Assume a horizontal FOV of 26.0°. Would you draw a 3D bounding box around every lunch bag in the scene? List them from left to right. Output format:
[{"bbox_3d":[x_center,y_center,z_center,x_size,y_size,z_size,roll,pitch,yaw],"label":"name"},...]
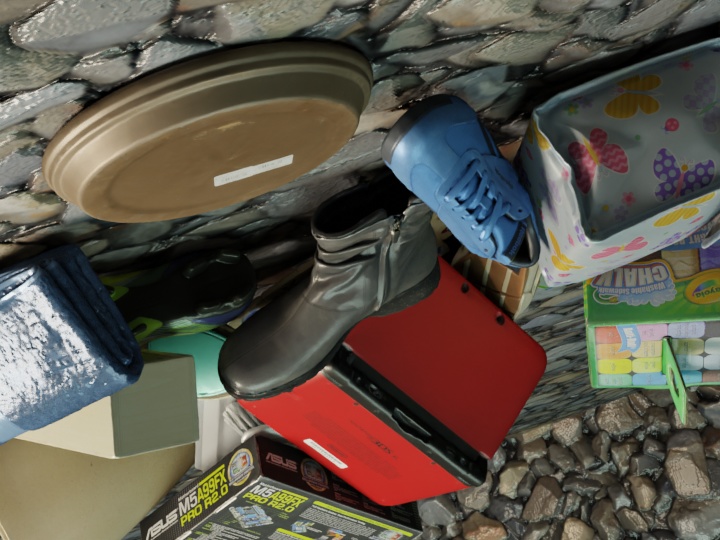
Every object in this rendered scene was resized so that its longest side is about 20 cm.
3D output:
[{"bbox_3d":[0.217,-0.076,1.090,0.199,0.128,0.170,-22,170,-7],"label":"lunch bag"}]

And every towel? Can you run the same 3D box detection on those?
[{"bbox_3d":[-0.250,0.064,1.049,0.199,0.112,0.049,-24,-159,23],"label":"towel"}]

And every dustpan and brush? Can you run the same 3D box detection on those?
[{"bbox_3d":[-0.037,0.127,1.331,0.198,0.057,0.140,-8,131,-18],"label":"dustpan and brush"}]

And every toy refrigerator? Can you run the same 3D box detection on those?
[{"bbox_3d":[-0.209,0.089,1.158,0.076,0.071,0.199,-7,-174,-41],"label":"toy refrigerator"}]

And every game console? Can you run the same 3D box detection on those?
[{"bbox_3d":[0.027,0.089,1.287,0.172,0.119,0.200,-20,133,38],"label":"game console"}]

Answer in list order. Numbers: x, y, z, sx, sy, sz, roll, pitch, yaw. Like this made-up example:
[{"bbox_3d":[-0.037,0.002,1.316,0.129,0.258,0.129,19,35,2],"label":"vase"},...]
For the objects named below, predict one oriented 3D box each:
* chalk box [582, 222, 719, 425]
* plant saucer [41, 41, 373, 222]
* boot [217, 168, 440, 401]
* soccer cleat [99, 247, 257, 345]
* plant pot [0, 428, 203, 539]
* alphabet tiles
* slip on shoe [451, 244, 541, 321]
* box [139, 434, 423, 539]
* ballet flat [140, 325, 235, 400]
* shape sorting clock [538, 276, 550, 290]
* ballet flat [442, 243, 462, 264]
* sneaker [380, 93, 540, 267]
[{"bbox_3d":[0.235,0.018,1.223,0.123,0.201,0.125,-2,151,9],"label":"chalk box"},{"bbox_3d":[-0.083,-0.073,0.897,0.199,0.030,0.200,-19,167,-4],"label":"plant saucer"},{"bbox_3d":[-0.027,0.002,1.124,0.199,0.070,0.132,-36,153,-17],"label":"boot"},{"bbox_3d":[-0.170,0.032,1.129,0.199,0.065,0.084,-13,168,-23],"label":"soccer cleat"},{"bbox_3d":[-0.236,0.155,1.356,0.199,0.188,0.187,-30,171,-17],"label":"plant pot"},{"bbox_3d":[0.000,0.000,1.243,0.199,0.008,0.167,-35,161,5],"label":"alphabet tiles"},{"bbox_3d":[0.122,-0.023,1.267,0.061,0.076,0.200,-48,164,-26],"label":"slip on shoe"},{"bbox_3d":[-0.069,0.227,1.375,0.199,0.045,0.160,25,128,-39],"label":"box"},{"bbox_3d":[-0.161,0.070,1.261,0.198,0.068,0.062,-2,-174,25],"label":"ballet flat"},{"bbox_3d":[0.201,-0.029,1.442,0.198,0.040,0.200,-14,165,-4],"label":"shape sorting clock"},{"bbox_3d":[0.116,-0.006,1.356,0.066,0.057,0.200,26,142,-31],"label":"ballet flat"},{"bbox_3d":[0.077,-0.053,1.031,0.066,0.079,0.200,-42,154,4],"label":"sneaker"}]
